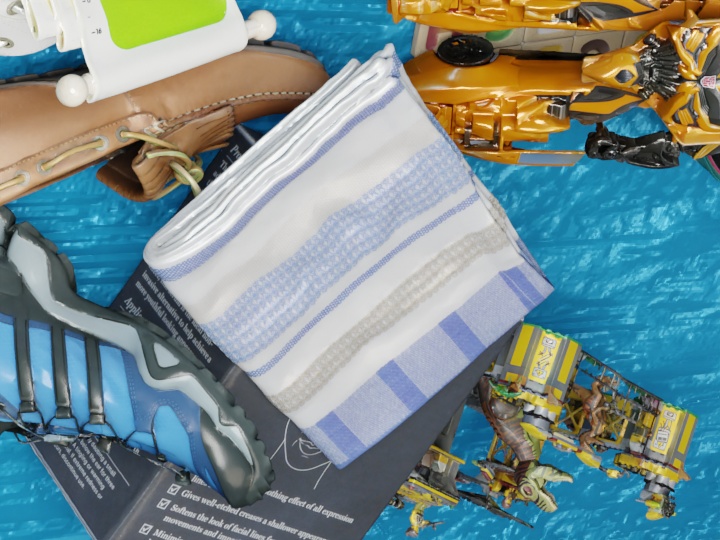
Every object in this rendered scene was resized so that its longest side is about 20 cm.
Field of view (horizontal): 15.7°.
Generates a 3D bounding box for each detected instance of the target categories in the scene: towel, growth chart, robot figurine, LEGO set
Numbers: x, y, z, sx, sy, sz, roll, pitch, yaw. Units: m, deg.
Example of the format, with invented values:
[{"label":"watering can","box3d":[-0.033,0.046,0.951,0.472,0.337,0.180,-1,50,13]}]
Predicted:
[{"label":"towel","box3d":[0.000,0.000,1.213,0.147,0.024,0.200,-40,137,-2]},{"label":"growth chart","box3d":[-0.105,-0.170,1.099,0.145,0.018,0.200,-34,116,-39]},{"label":"robot figurine","box3d":[0.111,-0.106,1.281,0.199,0.058,0.145,2,125,1]},{"label":"LEGO set","box3d":[0.082,0.101,1.409,0.200,0.153,0.116,33,73,-57]}]

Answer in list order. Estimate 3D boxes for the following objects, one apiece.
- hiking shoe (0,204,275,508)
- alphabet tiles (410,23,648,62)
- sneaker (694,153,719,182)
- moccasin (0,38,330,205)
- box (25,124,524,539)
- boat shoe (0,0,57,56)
[{"label":"hiking shoe","box3d":[-0.130,0.056,1.200,0.087,0.200,0.074,-50,166,-12]},{"label":"alphabet tiles","box3d":[0.118,-0.165,1.335,0.200,0.008,0.168,-11,129,-29]},{"label":"sneaker","box3d":[0.206,-0.108,1.349,0.083,0.121,0.200,-29,135,-14]},{"label":"moccasin","box3d":[-0.105,-0.060,1.193,0.201,0.074,0.078,-14,86,-28]},{"label":"box","box3d":[-0.044,0.053,1.316,0.148,0.107,0.200,25,107,-43]},{"label":"boat shoe","box3d":[-0.150,-0.123,1.129,0.200,0.071,0.069,-1,123,-37]}]
